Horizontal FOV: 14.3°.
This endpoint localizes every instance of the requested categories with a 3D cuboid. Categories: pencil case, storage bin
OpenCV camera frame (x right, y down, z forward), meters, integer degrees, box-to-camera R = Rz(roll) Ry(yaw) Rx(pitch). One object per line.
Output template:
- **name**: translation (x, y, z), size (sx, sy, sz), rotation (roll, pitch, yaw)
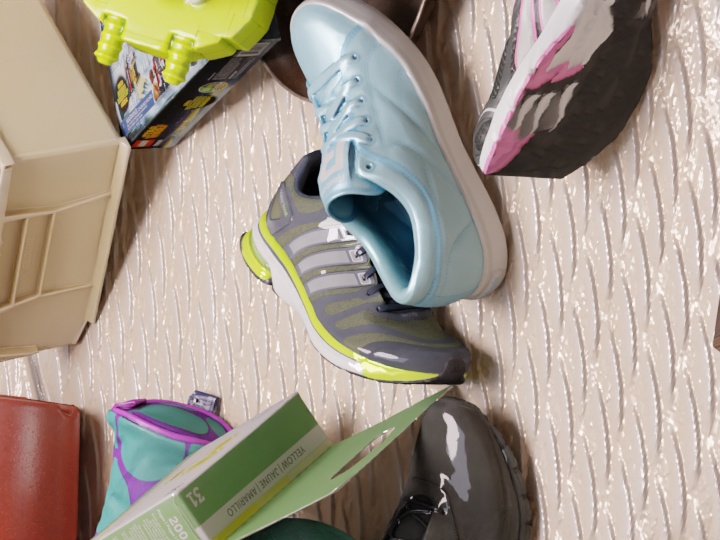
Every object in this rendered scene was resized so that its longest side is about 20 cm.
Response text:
- **pencil case**: translation (-0.137, 0.179, 1.829), size (0.092, 0.085, 0.201), rotation (24, 110, 30)
- **storage bin**: translation (-0.248, -0.075, 1.937), size (0.200, 0.093, 0.199), rotation (57, 146, 34)

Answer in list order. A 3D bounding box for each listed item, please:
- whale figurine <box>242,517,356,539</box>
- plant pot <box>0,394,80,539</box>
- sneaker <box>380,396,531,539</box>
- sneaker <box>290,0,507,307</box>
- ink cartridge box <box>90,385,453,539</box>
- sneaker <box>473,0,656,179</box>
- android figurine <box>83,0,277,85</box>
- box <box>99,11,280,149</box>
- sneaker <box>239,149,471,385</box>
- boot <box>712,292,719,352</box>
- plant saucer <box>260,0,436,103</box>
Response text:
- **whale figurine**: translation (-0.015, 0.235, 1.655), size (0.103, 0.159, 0.201), rotation (-27, 70, 4)
- **plant pot**: translation (-0.271, 0.180, 1.934), size (0.200, 0.200, 0.197), rotation (1, 83, 53)
- **sneaker**: translation (0.038, 0.171, 1.595), size (0.076, 0.090, 0.202), rotation (6, 95, 54)
- **sneaker**: translation (0.006, -0.069, 1.607), size (0.074, 0.082, 0.201), rotation (-46, 69, 41)
- **ink cartridge box**: translation (-0.059, 0.116, 1.648), size (0.200, 0.145, 0.048), rotation (-33, 93, 37)
- **sneaker**: translation (0.112, -0.143, 1.514), size (0.086, 0.080, 0.201), rotation (46, 114, 48)
- **android figurine**: translation (-0.097, -0.208, 1.683), size (0.181, 0.041, 0.201), rotation (19, 85, 19)
- **box**: translation (-0.113, -0.172, 1.794), size (0.200, 0.040, 0.138), rotation (142, 120, -61)
- **sneaker**: translation (0.000, 0.000, 1.659), size (0.200, 0.074, 0.081), rotation (43, 120, 42)
- **boot**: translation (0.250, 0.045, 1.343), size (0.200, 0.064, 0.188), rotation (-29, 71, 54)
- **plant saucer**: translation (-0.007, -0.198, 1.695), size (0.200, 0.032, 0.202), rotation (3, 94, 53)
